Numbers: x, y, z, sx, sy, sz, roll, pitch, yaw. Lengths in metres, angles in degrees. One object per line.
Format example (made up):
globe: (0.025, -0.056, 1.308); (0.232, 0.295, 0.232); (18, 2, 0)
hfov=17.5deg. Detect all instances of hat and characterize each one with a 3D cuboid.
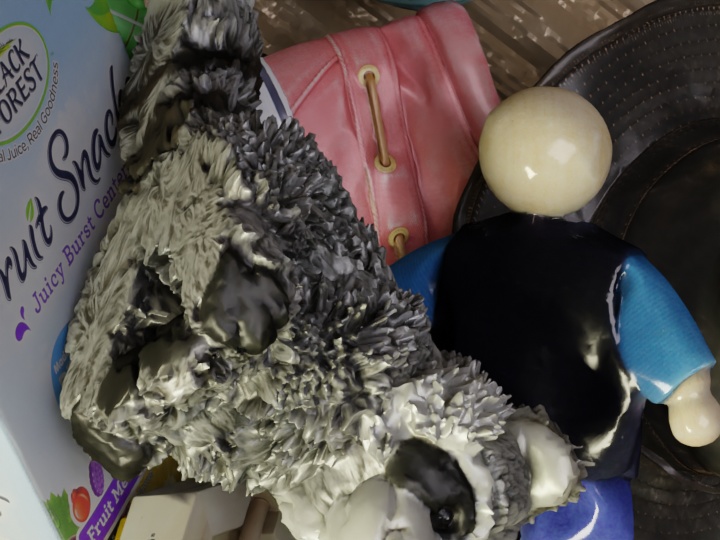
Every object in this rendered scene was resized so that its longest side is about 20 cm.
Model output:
hat: (0.127, 0.013, 0.751); (0.201, 0.081, 0.201); (-6, 103, -25)

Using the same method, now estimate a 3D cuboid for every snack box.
snack box: (-0.101, 0.005, 0.706); (0.142, 0.053, 0.200); (-66, 142, -52)

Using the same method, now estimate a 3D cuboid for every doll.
doll: (0.044, 0.043, 0.711); (0.048, 0.136, 0.200); (-25, 123, -61)

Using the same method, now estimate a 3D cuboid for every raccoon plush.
raccoon plush: (0.000, 0.000, 0.680); (0.134, 0.097, 0.200); (24, 58, -26)

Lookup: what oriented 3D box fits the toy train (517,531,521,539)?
toy train: (0.093, 0.054, 0.844); (0.114, 0.087, 0.200); (-6, 94, -18)

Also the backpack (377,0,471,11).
backpack: (0.008, -0.179, 0.764); (0.200, 0.151, 0.178); (23, 81, -18)

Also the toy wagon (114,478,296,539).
toy wagon: (-0.026, 0.155, 0.726); (0.200, 0.040, 0.155); (62, 32, -41)

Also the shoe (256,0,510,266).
shoe: (0.022, 0.013, 0.778); (0.091, 0.071, 0.200); (-21, 106, -8)

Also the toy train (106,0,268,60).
toy train: (-0.053, -0.053, 0.795); (0.200, 0.042, 0.056); (24, 106, -22)
